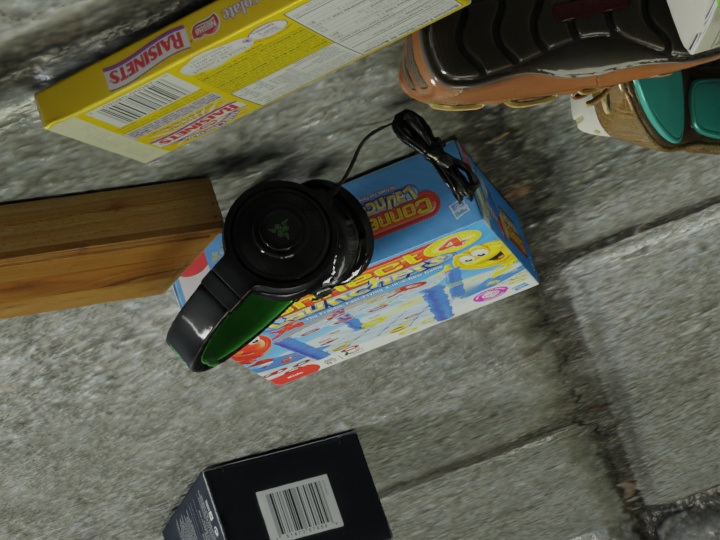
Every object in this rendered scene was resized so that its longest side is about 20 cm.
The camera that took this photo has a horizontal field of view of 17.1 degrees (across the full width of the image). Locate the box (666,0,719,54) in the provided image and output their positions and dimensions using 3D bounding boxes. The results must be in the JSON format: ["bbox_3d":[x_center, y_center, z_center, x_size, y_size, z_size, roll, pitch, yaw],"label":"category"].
[{"bbox_3d":[0.249,-0.182,1.187,0.200,0.078,0.095,-17,169,-6],"label":"box"}]

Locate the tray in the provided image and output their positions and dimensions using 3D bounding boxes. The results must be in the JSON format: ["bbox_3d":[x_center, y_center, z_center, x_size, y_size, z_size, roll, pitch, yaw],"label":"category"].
[{"bbox_3d":[-0.187,-0.005,1.361,0.200,0.037,0.099,-10,162,-31],"label":"tray"}]

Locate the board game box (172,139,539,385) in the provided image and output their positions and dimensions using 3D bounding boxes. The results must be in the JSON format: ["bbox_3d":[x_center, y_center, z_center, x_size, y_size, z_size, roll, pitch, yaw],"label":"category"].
[{"bbox_3d":[0.000,0.000,1.550,0.200,0.056,0.196,-22,164,10],"label":"board game box"}]

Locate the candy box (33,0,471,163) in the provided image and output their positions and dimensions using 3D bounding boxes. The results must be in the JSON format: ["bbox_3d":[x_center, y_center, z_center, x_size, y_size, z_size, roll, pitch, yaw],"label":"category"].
[{"bbox_3d":[-0.053,-0.110,1.185,0.200,0.026,0.102,-25,165,19],"label":"candy box"}]

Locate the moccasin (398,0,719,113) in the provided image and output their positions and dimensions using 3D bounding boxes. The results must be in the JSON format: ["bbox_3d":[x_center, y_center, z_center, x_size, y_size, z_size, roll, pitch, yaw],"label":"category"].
[{"bbox_3d":[0.118,-0.121,1.262,0.201,0.074,0.078,-18,173,-13],"label":"moccasin"}]

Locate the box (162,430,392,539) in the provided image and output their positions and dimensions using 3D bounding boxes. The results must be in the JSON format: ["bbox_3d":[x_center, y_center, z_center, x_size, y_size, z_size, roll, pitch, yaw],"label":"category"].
[{"bbox_3d":[-0.078,0.237,2.144,0.148,0.107,0.200,-13,162,-21],"label":"box"}]

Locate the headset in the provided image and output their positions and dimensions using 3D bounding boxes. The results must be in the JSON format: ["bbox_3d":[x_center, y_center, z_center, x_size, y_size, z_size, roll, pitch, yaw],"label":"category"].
[{"bbox_3d":[-0.025,-0.009,1.384,0.200,0.094,0.123,-48,169,13],"label":"headset"}]

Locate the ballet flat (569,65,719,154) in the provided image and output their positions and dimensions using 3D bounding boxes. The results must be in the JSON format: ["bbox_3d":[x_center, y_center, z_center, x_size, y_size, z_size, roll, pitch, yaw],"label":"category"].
[{"bbox_3d":[0.169,-0.101,1.427,0.072,0.068,0.200,-6,176,29],"label":"ballet flat"}]

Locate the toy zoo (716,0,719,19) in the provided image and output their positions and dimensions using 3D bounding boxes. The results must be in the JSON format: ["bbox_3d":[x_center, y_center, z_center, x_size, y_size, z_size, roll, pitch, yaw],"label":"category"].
[{"bbox_3d":[0.216,-0.184,1.086,0.131,0.020,0.200,-21,131,-2],"label":"toy zoo"}]
